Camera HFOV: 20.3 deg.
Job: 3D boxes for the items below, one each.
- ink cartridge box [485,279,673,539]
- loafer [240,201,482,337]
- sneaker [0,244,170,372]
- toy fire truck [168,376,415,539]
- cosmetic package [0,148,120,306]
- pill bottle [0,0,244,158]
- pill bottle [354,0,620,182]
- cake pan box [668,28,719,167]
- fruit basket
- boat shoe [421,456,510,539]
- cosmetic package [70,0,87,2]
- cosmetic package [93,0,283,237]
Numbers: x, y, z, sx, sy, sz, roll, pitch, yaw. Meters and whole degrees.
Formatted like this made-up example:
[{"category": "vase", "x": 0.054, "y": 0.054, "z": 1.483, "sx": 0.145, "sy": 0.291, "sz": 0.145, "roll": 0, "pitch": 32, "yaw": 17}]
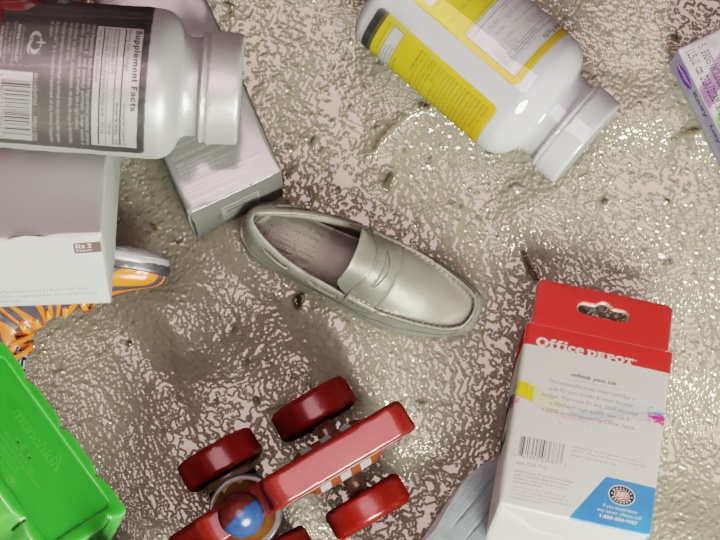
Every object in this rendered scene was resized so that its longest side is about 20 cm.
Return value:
[{"category": "ink cartridge box", "x": 0.169, "y": 0.115, "z": 1.536, "sx": 0.116, "sy": 0.067, "sz": 0.200, "roll": 12, "pitch": 58, "yaw": 1}, {"category": "loafer", "x": 0.000, "y": 0.000, "z": 1.570, "sx": 0.199, "sy": 0.070, "sz": 0.070, "roll": 19, "pitch": 82, "yaw": 3}, {"category": "sneaker", "x": -0.246, "y": 0.035, "z": 1.571, "sx": 0.199, "sy": 0.078, "sz": 0.112, "roll": -2, "pitch": 90, "yaw": 5}, {"category": "toy fire truck", "x": -0.054, "y": 0.158, "z": 1.498, "sx": 0.200, "sy": 0.168, "sz": 0.112, "roll": -29, "pitch": 83, "yaw": -4}, {"category": "cosmetic package", "x": -0.241, "y": -0.071, "z": 1.527, "sx": 0.112, "sy": 0.081, "sz": 0.200, "roll": -1, "pitch": 49, "yaw": 0}, {"category": "pill bottle", "x": -0.186, "y": -0.138, "z": 1.462, "sx": 0.199, "sy": 0.111, "sz": 0.111, "roll": 4, "pitch": 82, "yaw": -3}, {"category": "pill bottle", "x": 0.101, "y": -0.164, "z": 1.572, "sx": 0.200, "sy": 0.112, "sz": 0.112, "roll": 41, "pitch": 84, "yaw": 5}, {"category": "cake pan box", "x": 0.368, "y": -0.130, "z": 1.600, "sx": 0.184, "sy": 0.052, "sz": 0.200, "roll": -25, "pitch": 83, "yaw": -6}, {"category": "fruit basket", "x": -0.302, "y": 0.181, "z": 1.484, "sx": 0.215, "sy": 0.155, "sz": 0.216, "roll": 12, "pitch": 114, "yaw": 29}, {"category": "boat shoe", "x": 0.082, "y": 0.211, "z": 1.545, "sx": 0.200, "sy": 0.067, "sz": 0.074, "roll": -36, "pitch": 70, "yaw": -26}, {"category": "cosmetic package", "x": -0.256, "y": -0.241, "z": 1.537, "sx": 0.071, "sy": 0.200, "sz": 0.106, "roll": 3, "pitch": 81, "yaw": 1}, {"category": "cosmetic package", "x": -0.134, "y": -0.140, "z": 1.572, "sx": 0.090, "sy": 0.107, "sz": 0.200, "roll": -26, "pitch": 81, "yaw": -4}]
